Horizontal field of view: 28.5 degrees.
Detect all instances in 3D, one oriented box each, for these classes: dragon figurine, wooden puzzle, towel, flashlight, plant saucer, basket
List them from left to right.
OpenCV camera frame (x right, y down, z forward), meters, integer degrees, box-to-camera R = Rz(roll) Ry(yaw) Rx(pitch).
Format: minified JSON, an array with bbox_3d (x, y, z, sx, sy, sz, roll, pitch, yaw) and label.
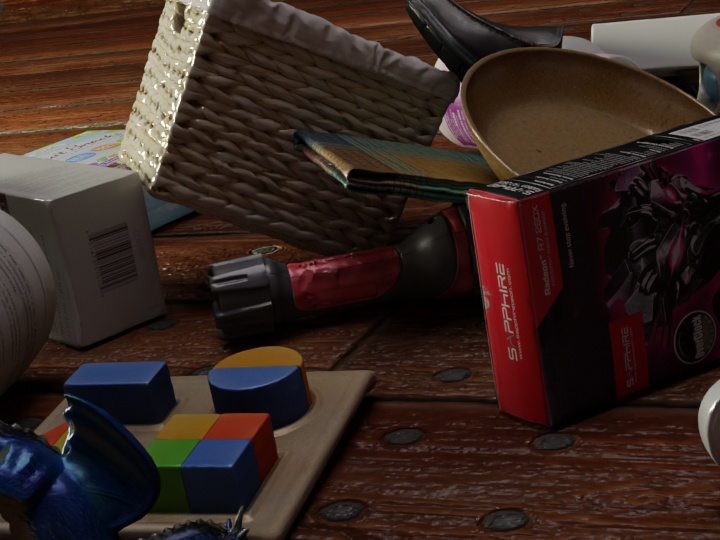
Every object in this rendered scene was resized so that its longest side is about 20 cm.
[{"bbox_3d":[-0.118,0.085,0.578,0.099,0.200,0.059,-37,3,-12],"label":"dragon figurine"},{"bbox_3d":[-0.104,0.086,0.745,0.184,0.047,0.200,-3,18,19],"label":"wooden puzzle"},{"bbox_3d":[-0.065,-0.117,1.064,0.199,0.161,0.198,20,7,-21],"label":"basket"},{"bbox_3d":[0.000,0.000,0.935,0.199,0.068,0.068,-10,18,-7],"label":"flashlight"},{"bbox_3d":[0.066,-0.061,0.937,0.199,0.022,0.147,6,13,-18],"label":"towel"},{"bbox_3d":[0.154,-0.073,0.895,0.199,0.036,0.201,12,37,-9],"label":"plant saucer"}]

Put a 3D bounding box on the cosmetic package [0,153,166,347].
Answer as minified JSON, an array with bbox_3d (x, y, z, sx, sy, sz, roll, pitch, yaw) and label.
[{"bbox_3d":[-0.238,-0.020,1.049,0.081,0.113,0.200,-23,20,-39],"label":"cosmetic package"}]

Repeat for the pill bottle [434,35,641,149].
[{"bbox_3d":[0.161,-0.157,1.280,0.112,0.113,0.200,-19,20,-31],"label":"pill bottle"}]

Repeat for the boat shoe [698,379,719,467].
[{"bbox_3d":[0.240,0.052,0.630,0.199,0.072,0.068,-9,19,-7],"label":"boat shoe"}]

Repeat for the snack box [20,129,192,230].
[{"bbox_3d":[-0.241,-0.082,1.325,0.199,0.068,0.168,1,20,36],"label":"snack box"}]

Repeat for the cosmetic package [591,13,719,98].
[{"bbox_3d":[0.332,-0.194,1.320,0.199,0.052,0.151,0,-6,27],"label":"cosmetic package"}]

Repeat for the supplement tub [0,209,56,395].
[{"bbox_3d":[-0.272,0.043,0.826,0.131,0.133,0.200,-5,17,13],"label":"supplement tub"}]

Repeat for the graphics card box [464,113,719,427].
[{"bbox_3d":[0.159,-0.007,0.770,0.199,0.126,0.051,-17,17,-26],"label":"graphics card box"}]

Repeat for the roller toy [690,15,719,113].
[{"bbox_3d":[0.348,-0.140,1.078,0.182,0.140,0.200,-23,22,-37],"label":"roller toy"}]

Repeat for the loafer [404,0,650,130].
[{"bbox_3d":[0.120,-0.144,1.003,0.072,0.200,0.073,-50,-4,1],"label":"loafer"}]
